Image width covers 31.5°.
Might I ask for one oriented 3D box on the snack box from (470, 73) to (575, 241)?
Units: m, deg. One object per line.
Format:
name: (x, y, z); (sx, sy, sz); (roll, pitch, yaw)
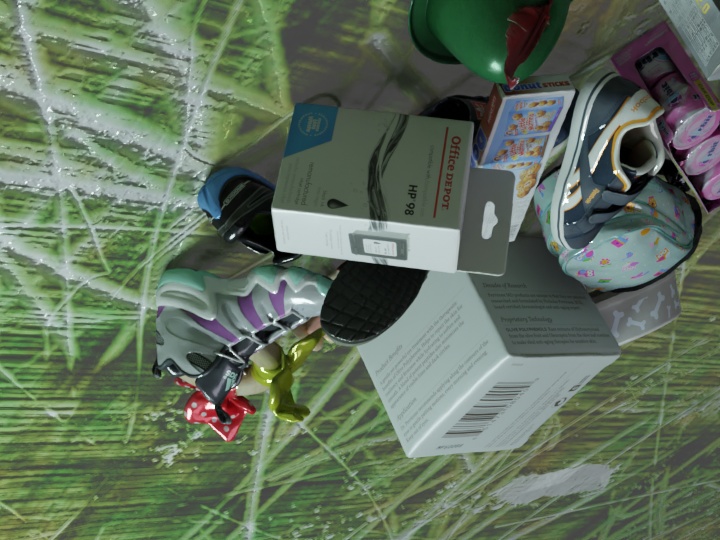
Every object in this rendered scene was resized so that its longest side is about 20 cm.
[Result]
snack box: (0.132, -0.095, 1.162); (0.071, 0.025, 0.201); (-7, 143, -19)

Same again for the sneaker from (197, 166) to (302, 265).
sneaker: (-0.063, -0.039, 1.173); (0.198, 0.083, 0.071); (8, 136, -46)

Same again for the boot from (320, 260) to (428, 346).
boot: (0.028, 0.018, 1.170); (0.201, 0.067, 0.131); (-52, 167, -31)

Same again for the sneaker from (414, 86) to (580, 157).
sneaker: (0.120, -0.135, 1.178); (0.197, 0.076, 0.085); (-23, 155, -8)

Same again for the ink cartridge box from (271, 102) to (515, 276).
ink cartridge box: (0.032, -0.070, 1.083); (0.196, 0.117, 0.067); (6, 148, 6)

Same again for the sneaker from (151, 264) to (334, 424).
sneaker: (-0.107, 0.072, 1.179); (0.197, 0.142, 0.078); (-3, 162, 29)

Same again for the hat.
hat: (0.139, -0.168, 1.033); (0.197, 0.178, 0.167); (-10, 147, -27)

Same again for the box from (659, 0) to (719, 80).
box: (0.299, -0.251, 1.013); (0.156, 0.202, 0.049); (-10, 151, -24)

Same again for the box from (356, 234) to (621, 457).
box: (0.139, 0.083, 1.442); (0.198, 0.173, 0.199); (2, 140, -42)

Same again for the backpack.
backpack: (0.277, -0.052, 1.387); (0.166, 0.128, 0.199); (-36, 147, 23)

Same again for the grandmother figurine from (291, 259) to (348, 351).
grandmother figurine: (0.000, 0.000, 1.321); (0.201, 0.061, 0.121); (-51, 170, 32)

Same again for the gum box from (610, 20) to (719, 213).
gum box: (0.326, -0.152, 1.280); (0.066, 0.115, 0.200); (-33, 150, 13)

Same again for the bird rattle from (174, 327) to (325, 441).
bird rattle: (-0.134, 0.093, 1.319); (0.198, 0.114, 0.163); (-7, 143, 43)

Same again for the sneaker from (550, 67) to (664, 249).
sneaker: (0.234, -0.088, 1.209); (0.078, 0.079, 0.202); (-36, 146, -33)

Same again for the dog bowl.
dog bowl: (0.301, 0.057, 1.559); (0.197, 0.059, 0.200); (-23, 180, 0)
